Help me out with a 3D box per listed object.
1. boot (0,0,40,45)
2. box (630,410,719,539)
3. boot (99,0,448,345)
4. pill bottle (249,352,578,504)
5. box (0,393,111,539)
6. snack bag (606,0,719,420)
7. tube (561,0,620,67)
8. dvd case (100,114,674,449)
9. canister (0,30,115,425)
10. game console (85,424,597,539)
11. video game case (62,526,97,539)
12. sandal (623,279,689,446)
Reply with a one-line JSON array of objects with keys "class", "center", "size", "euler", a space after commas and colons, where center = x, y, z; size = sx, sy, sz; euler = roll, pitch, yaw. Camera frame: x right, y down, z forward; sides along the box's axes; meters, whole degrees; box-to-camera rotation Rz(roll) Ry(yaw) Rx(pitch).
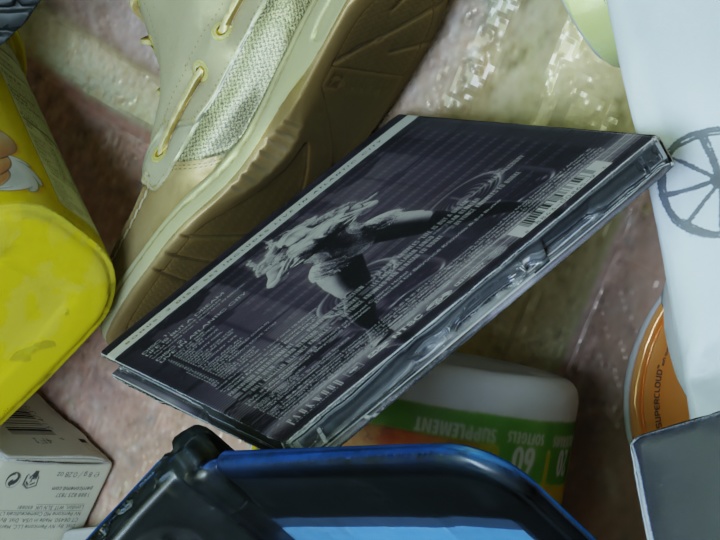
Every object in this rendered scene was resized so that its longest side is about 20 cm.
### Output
[{"class": "boot", "center": [-0.143, -0.194, 0.909], "size": [0.163, 0.073, 0.200], "euler": [-111, 35, -71]}, {"class": "box", "center": [0.206, 0.072, 0.598], "size": [0.199, 0.182, 0.105], "euler": [-19, 73, 33]}, {"class": "boot", "center": [-0.069, -0.083, 0.888], "size": [0.156, 0.073, 0.201], "euler": [49, 117, 32]}, {"class": "pill bottle", "center": [0.006, 0.127, 0.786], "size": [0.111, 0.111, 0.202], "euler": [11, 91, 37]}, {"class": "box", "center": [-0.189, 0.144, 0.959], "size": [0.082, 0.068, 0.201], "euler": [35, 106, 34]}, {"class": "snack bag", "center": [0.174, -0.058, 0.688], "size": [0.187, 0.021, 0.201], "euler": [-13, 78, 15]}, {"class": "tube", "center": [0.155, -0.136, 0.740], "size": [0.199, 0.058, 0.052], "euler": [-28, 28, 25]}, {"class": "dvd case", "center": [0.000, 0.000, 0.751], "size": [0.148, 0.016, 0.200], "euler": [-39, 19, -14]}, {"class": "canister", "center": [-0.184, -0.022, 0.907], "size": [0.148, 0.086, 0.200], "euler": [-43, 39, 9]}, {"class": "game console", "center": [0.012, 0.142, 0.649], "size": [0.171, 0.200, 0.118], "euler": [-47, 32, -1]}, {"class": "video game case", "center": [-0.056, 0.196, 0.885], "size": [0.143, 0.018, 0.202], "euler": [-11, 79, 36]}, {"class": "sandal", "center": [0.149, -0.007, 0.724], "size": [0.207, 0.059, 0.079], "euler": [-48, 60, 24]}]
